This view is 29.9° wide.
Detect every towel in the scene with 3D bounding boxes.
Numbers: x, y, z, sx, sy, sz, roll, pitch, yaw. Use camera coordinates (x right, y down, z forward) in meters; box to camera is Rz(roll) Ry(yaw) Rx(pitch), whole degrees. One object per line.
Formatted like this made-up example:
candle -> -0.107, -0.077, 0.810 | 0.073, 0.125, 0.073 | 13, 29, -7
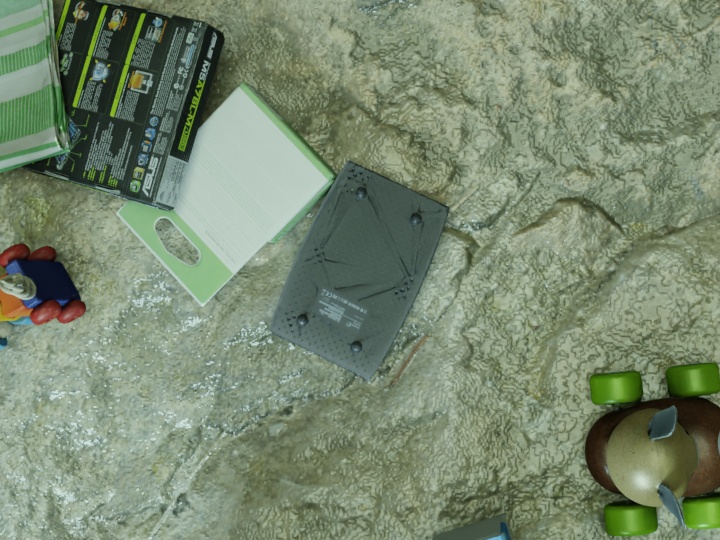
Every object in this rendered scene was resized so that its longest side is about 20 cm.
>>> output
towel -> -0.389, -0.208, 1.468 | 0.152, 0.023, 0.202 | -14, 79, 23

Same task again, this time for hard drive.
hard drive -> 0.000, 0.000, 1.435 | 0.134, 0.042, 0.201 | 25, 90, 6

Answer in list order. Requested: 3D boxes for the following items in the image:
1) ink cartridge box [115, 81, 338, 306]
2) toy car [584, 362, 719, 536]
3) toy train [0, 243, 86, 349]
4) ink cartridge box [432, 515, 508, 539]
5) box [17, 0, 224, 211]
ink cartridge box -> -0.142, -0.081, 1.453 | 0.200, 0.048, 0.146 | -45, 83, 6
toy car -> 0.302, 0.179, 1.314 | 0.156, 0.200, 0.166 | -7, 86, 6
toy train -> -0.375, 0.036, 1.396 | 0.115, 0.200, 0.085 | -32, 84, 8
ink cartridge box -> 0.135, 0.359, 1.341 | 0.083, 0.145, 0.201 | -18, 85, 4
box -> -0.259, -0.182, 1.445 | 0.192, 0.047, 0.202 | 15, 88, 28
